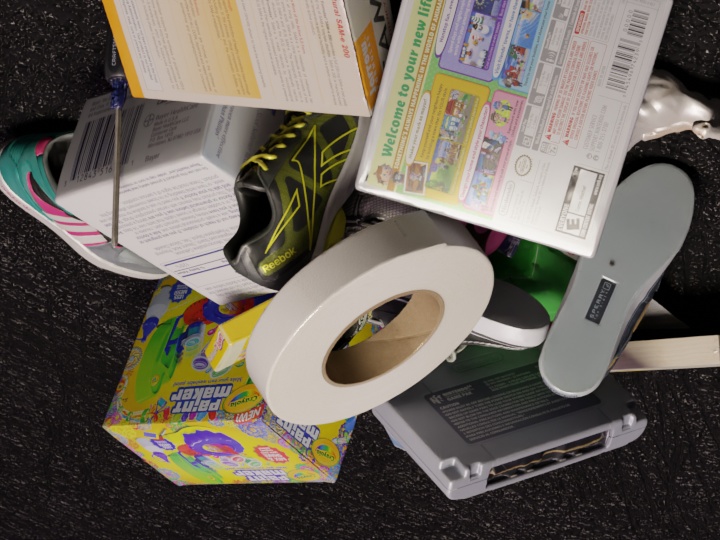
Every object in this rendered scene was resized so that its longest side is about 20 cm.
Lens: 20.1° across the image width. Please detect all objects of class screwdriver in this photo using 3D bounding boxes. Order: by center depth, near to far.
[{"bbox_3d":[-0.193,-0.112,1.585,0.029,0.200,0.028,8,160,-9],"label":"screwdriver"}]

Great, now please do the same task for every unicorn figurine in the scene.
[{"bbox_3d":[0.198,-0.116,1.491,0.137,0.074,0.200,22,168,-23],"label":"unicorn figurine"}]

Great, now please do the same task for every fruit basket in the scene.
[{"bbox_3d":[0.159,0.012,1.744,0.185,0.094,0.200,-5,160,38],"label":"fruit basket"}]

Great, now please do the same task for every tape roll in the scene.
[{"bbox_3d":[0.009,0.038,1.519,0.037,0.203,0.203,56,168,28],"label":"tape roll"}]

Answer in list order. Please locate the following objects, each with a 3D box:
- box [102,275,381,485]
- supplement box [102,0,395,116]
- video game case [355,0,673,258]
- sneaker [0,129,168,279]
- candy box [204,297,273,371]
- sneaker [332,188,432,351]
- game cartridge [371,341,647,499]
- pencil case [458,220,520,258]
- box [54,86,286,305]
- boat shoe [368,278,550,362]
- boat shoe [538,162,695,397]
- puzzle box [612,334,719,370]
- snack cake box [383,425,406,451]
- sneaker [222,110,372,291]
[{"bbox_3d":[-0.104,0.090,1.902,0.200,0.193,0.122,-6,144,38],"label":"box"},{"bbox_3d":[-0.081,-0.189,1.482,0.200,0.074,0.126,7,135,21],"label":"supplement box"},{"bbox_3d":[0.106,-0.126,1.434,0.182,0.022,0.200,16,111,4],"label":"video game case"},{"bbox_3d":[-0.225,-0.063,1.823,0.200,0.084,0.121,33,159,-23],"label":"sneaker"},{"bbox_3d":[-0.038,0.024,1.761,0.026,0.200,0.102,61,162,6],"label":"candy box"},{"bbox_3d":[0.000,0.000,1.558,0.078,0.085,0.200,25,124,-5],"label":"sneaker"},{"bbox_3d":[0.117,0.112,1.647,0.200,0.133,0.041,-14,135,-30],"label":"game cartridge"},{"bbox_3d":[0.068,-0.084,1.588,0.091,0.094,0.200,15,152,24],"label":"pencil case"},{"bbox_3d":[-0.109,-0.071,1.657,0.184,0.105,0.200,-12,144,42],"label":"box"},{"bbox_3d":[0.065,0.039,1.650,0.199,0.074,0.068,17,115,30],"label":"boat shoe"},{"bbox_3d":[0.200,0.008,1.611,0.071,0.200,0.091,29,179,8],"label":"boat shoe"},{"bbox_3d":[0.255,0.074,1.769,0.200,0.025,0.133,-6,176,37],"label":"puzzle box"},{"bbox_3d":[0.079,0.111,1.817,0.067,0.115,0.200,62,173,-2],"label":"snack cake box"},{"bbox_3d":[-0.047,-0.079,1.518,0.085,0.200,0.074,17,166,-32],"label":"sneaker"}]
